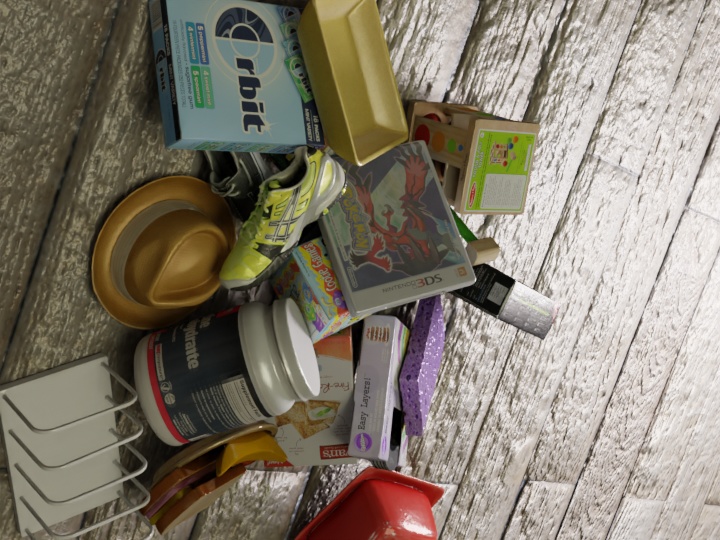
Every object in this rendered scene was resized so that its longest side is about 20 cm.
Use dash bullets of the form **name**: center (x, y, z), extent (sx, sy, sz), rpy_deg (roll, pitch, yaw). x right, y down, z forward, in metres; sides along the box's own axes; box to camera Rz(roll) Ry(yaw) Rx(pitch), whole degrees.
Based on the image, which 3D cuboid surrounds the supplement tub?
- **supplement tub**: center (-0.161, 0.121, 1.307), extent (0.197, 0.141, 0.142), rpy_deg (-18, 125, 7)

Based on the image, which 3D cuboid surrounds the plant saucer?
- **plant saucer**: center (-0.014, -0.239, 1.326), extent (0.200, 0.048, 0.203), rpy_deg (-38, 115, -64)

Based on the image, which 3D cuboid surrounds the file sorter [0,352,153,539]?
- **file sorter**: center (-0.330, 0.228, 1.271), extent (0.137, 0.124, 0.203), rpy_deg (-18, 118, -34)

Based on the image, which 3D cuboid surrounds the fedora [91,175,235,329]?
- **fedora**: center (-0.220, -0.012, 1.291), extent (0.199, 0.081, 0.204), rpy_deg (-16, 117, -34)

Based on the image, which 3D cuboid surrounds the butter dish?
- **butter dish**: center (0.032, 0.413, 1.609), extent (0.200, 0.149, 0.198), rpy_deg (-46, 135, 18)

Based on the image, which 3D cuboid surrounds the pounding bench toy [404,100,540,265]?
- **pounding bench toy**: center (0.135, -0.122, 1.495), extent (0.123, 0.155, 0.203), rpy_deg (-3, 108, -38)

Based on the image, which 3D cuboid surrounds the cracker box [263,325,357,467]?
- **cracker box**: center (-0.073, 0.168, 1.463), extent (0.132, 0.058, 0.203), rpy_deg (-3, 115, 1)

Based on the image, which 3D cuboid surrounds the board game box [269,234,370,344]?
- **board game box**: center (0.000, 0.000, 1.394), extent (0.198, 0.105, 0.104), rpy_deg (-25, 78, -28)

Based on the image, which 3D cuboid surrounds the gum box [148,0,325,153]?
- **gum box**: center (-0.140, -0.226, 1.249), extent (0.198, 0.044, 0.173), rpy_deg (-3, 82, -39)

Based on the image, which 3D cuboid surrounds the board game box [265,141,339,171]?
- **board game box**: center (-0.065, -0.161, 1.363), extent (0.105, 0.023, 0.200), rpy_deg (-48, 113, -13)

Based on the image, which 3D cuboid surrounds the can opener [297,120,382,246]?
- **can opener**: center (-0.032, -0.108, 1.426), extent (0.067, 0.053, 0.200), rpy_deg (46, 75, -24)

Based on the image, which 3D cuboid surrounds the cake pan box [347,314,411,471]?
- **cake pan box**: center (0.034, 0.176, 1.508), extent (0.184, 0.051, 0.203), rpy_deg (45, 50, -69)

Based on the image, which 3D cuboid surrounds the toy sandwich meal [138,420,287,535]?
- **toy sandwich meal**: center (-0.184, 0.263, 1.382), extent (0.203, 0.071, 0.206), rpy_deg (-27, 163, -9)

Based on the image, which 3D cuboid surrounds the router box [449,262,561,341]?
- **router box**: center (0.190, 0.028, 1.578), extent (0.199, 0.149, 0.063), rpy_deg (24, 94, -58)

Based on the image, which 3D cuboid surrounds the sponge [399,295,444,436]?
- **sponge**: center (0.092, 0.128, 1.566), extent (0.201, 0.029, 0.113), rpy_deg (-72, 159, -48)

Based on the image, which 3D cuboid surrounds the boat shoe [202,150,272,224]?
- **boat shoe**: center (-0.156, -0.120, 1.307), extent (0.071, 0.071, 0.202), rpy_deg (-41, 120, -39)

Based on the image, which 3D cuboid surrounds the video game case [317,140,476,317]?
- **video game case**: center (0.036, -0.057, 1.356), extent (0.180, 0.023, 0.203), rpy_deg (-14, 76, -27)

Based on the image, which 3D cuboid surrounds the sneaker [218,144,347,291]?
- **sneaker**: center (-0.105, -0.065, 1.277), extent (0.201, 0.075, 0.076), rpy_deg (-51, 131, -6)
